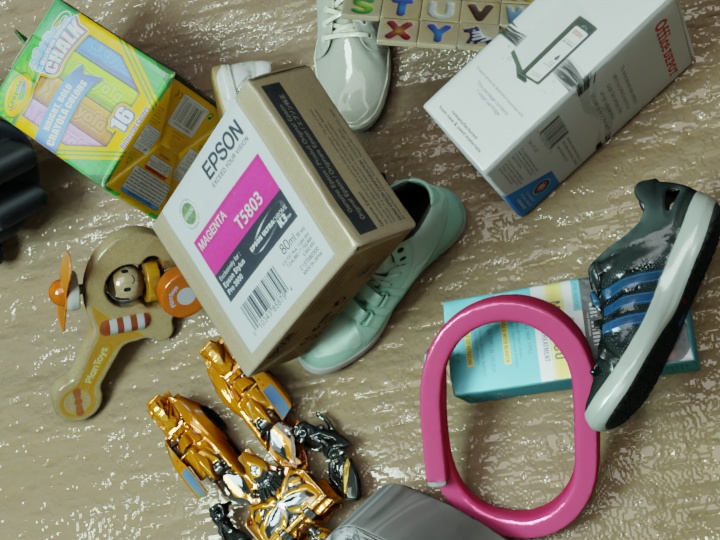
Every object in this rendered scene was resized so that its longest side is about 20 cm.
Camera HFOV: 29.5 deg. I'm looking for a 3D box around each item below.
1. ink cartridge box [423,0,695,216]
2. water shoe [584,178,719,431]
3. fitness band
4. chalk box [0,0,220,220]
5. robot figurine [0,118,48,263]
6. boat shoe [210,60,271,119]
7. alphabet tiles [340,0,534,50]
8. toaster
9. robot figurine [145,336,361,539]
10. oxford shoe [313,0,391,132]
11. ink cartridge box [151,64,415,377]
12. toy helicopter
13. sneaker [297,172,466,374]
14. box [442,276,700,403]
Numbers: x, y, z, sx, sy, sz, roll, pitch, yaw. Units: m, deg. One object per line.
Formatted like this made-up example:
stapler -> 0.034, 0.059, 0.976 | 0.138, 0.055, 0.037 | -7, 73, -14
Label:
ink cartridge box -> 0.166, -0.154, 1.115 | 0.200, 0.146, 0.084 | -43, 68, 5
water shoe -> 0.208, 0.026, 1.054 | 0.078, 0.072, 0.201 | 24, 81, 26
fitness band -> 0.119, 0.118, 1.091 | 0.142, 0.037, 0.202 | -1, 104, 15
chalk box -> -0.249, -0.159, 1.273 | 0.199, 0.124, 0.124 | 33, 90, 23
robot figurine -> -0.383, -0.091, 1.292 | 0.199, 0.124, 0.152 | 12, 85, 38
boat shoe -> -0.079, -0.095, 1.228 | 0.069, 0.071, 0.202 | -15, 85, -7
alphabet tiles -> 0.073, -0.250, 1.171 | 0.164, 0.006, 0.201 | 4, 45, 5
toaster -> 0.052, 0.258, 1.065 | 0.199, 0.129, 0.115 | 28, 109, 22
robot figurine -> -0.093, 0.163, 1.184 | 0.145, 0.058, 0.200 | -45, 68, 6
oxford shoe -> -0.012, -0.226, 1.241 | 0.074, 0.058, 0.203 | -2, 79, 17
ink cartridge box -> -0.068, -0.037, 1.112 | 0.165, 0.075, 0.200 | 55, 135, 15
toy helicopter -> -0.233, 0.049, 1.230 | 0.201, 0.131, 0.079 | -61, 37, 17
sneaker -> 0.000, -0.001, 1.155 | 0.074, 0.118, 0.201 | 43, 95, 20
box -> 0.172, 0.053, 1.121 | 0.198, 0.049, 0.083 | -11, 75, 17
